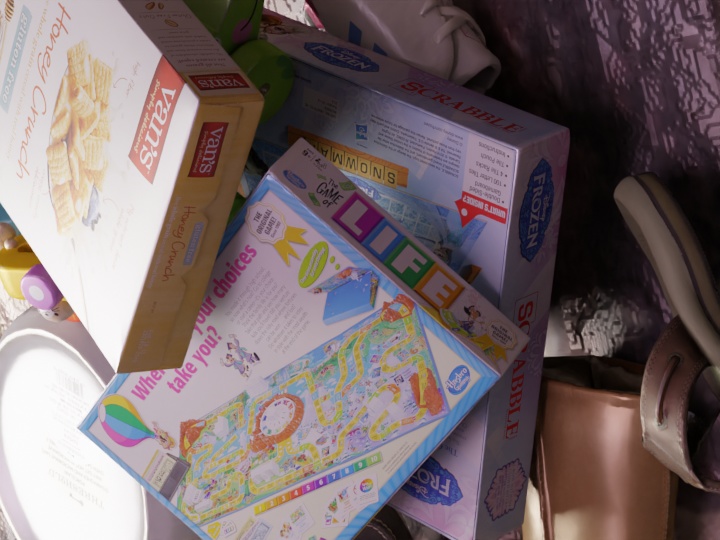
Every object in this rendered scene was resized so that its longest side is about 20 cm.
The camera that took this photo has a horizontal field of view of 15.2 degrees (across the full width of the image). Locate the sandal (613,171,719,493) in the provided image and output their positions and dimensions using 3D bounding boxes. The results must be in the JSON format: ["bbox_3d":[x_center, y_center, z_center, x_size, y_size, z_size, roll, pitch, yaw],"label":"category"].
[{"bbox_3d":[0.140,0.051,1.149,0.080,0.057,0.202,69,180,-57],"label":"sandal"}]

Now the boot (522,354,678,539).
[{"bbox_3d":[0.089,0.136,1.292,0.174,0.066,0.202,10,110,43],"label":"boot"}]

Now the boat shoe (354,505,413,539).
[{"bbox_3d":[0.000,0.205,1.409,0.057,0.066,0.201,-104,14,-54],"label":"boat shoe"}]

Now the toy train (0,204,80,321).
[{"bbox_3d":[-0.132,-0.023,1.453,0.200,0.150,0.056,25,141,52],"label":"toy train"}]

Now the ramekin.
[{"bbox_3d":[-0.125,0.095,1.498,0.200,0.105,0.202,23,121,45],"label":"ramekin"}]

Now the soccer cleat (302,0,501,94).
[{"bbox_3d":[0.022,-0.117,1.277,0.086,0.070,0.201,-19,91,36],"label":"soccer cleat"}]

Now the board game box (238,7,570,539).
[{"bbox_3d":[0.000,0.000,1.257,0.199,0.041,0.201,26,121,36],"label":"board game box"}]

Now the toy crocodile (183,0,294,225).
[{"bbox_3d":[-0.082,-0.064,1.241,0.067,0.062,0.201,38,127,29],"label":"toy crocodile"}]

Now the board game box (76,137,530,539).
[{"bbox_3d":[-0.030,0.052,1.222,0.134,0.034,0.200,41,131,1],"label":"board game box"}]

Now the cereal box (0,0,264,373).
[{"bbox_3d":[-0.119,-0.070,1.212,0.200,0.039,0.145,50,132,43],"label":"cereal box"}]
